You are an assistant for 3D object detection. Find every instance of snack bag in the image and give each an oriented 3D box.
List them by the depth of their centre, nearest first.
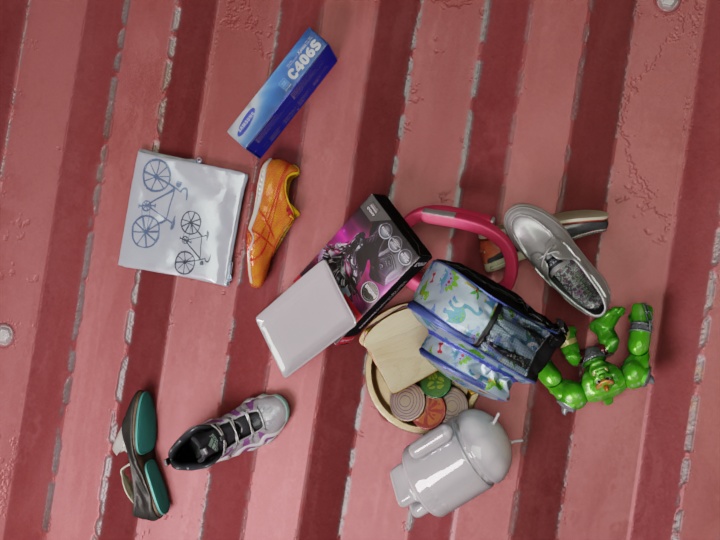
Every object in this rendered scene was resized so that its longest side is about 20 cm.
[{"bbox_3d":[-0.282,-0.086,1.438,0.195,0.021,0.194,10,90,8],"label":"snack bag"}]

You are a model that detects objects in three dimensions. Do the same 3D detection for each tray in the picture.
[{"bbox_3d":[-0.080,0.074,1.356,0.199,0.022,0.109,-38,74,42],"label":"tray"}]

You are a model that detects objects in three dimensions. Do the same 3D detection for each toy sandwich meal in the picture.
[{"bbox_3d":[0.091,0.146,1.354,0.200,0.070,0.211,0,88,7],"label":"toy sandwich meal"}]

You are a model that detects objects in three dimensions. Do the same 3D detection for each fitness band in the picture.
[{"bbox_3d":[0.139,-0.021,1.337,0.196,0.038,0.147,14,122,17],"label":"fitness band"}]

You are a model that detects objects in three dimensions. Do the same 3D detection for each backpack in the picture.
[{"bbox_3d":[0.157,0.083,1.243,0.198,0.183,0.149,34,89,1],"label":"backpack"}]

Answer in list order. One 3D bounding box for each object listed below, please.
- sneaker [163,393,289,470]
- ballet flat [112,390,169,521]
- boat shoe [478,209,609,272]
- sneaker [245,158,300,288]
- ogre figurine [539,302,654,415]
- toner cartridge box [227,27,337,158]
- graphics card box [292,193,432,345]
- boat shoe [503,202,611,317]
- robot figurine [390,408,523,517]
[{"bbox_3d":[-0.204,0.253,1.353,0.197,0.140,0.079,-29,84,6],"label":"sneaker"},{"bbox_3d":[-0.352,0.293,1.411,0.067,0.068,0.205,-10,86,15],"label":"ballet flat"},{"bbox_3d":[0.274,-0.046,1.339,0.195,0.071,0.064,-11,98,10],"label":"boat shoe"},{"bbox_3d":[-0.136,-0.071,1.395,0.075,0.073,0.205,12,92,-2],"label":"sneaker"},{"bbox_3d":[0.345,0.131,1.314,0.195,0.099,0.122,-14,68,-8],"label":"ogre figurine"},{"bbox_3d":[-0.118,-0.271,1.387,0.043,0.095,0.201,39,92,8],"label":"toner cartridge box"},{"bbox_3d":[0.000,0.000,1.342,0.200,0.051,0.126,-45,70,23],"label":"graphics card box"},{"bbox_3d":[0.278,-0.011,1.276,0.072,0.069,0.201,-38,93,19],"label":"boat shoe"},{"bbox_3d":[0.139,0.280,1.313,0.198,0.169,0.114,-35,44,15],"label":"robot figurine"}]
